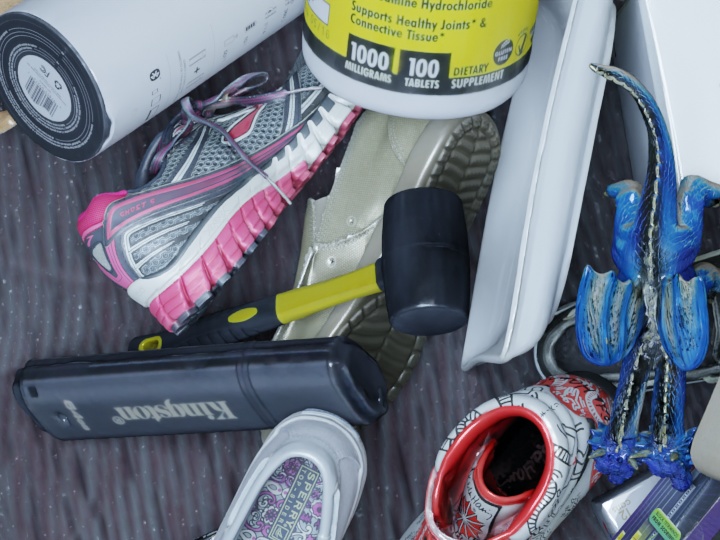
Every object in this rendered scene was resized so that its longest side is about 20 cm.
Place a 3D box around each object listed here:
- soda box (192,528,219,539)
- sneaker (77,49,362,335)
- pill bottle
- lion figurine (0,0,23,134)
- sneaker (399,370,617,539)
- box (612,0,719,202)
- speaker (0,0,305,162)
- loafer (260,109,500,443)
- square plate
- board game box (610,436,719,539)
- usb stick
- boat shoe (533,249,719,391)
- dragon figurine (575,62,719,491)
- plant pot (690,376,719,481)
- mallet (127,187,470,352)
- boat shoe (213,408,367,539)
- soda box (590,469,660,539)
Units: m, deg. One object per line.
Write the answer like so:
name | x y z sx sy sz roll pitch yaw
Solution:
soda box | -0.050 0.229 1.252 0.071 0.063 0.200 -24 87 -2
sneaker | -0.057 -0.062 1.230 0.075 0.081 0.200 40 54 -3
pill bottle | 0.035 -0.181 1.173 0.112 0.113 0.200 6 123 1
lion figurine | -0.180 -0.143 1.270 0.200 0.072 0.123 -36 101 -10
sneaker | 0.046 0.133 1.211 0.067 0.108 0.202 42 108 17
box | 0.232 -0.097 1.228 0.199 0.152 0.107 -10 88 0
speaker | -0.082 -0.134 1.222 0.081 0.081 0.200 49 55 3
loafer | 0.000 0.000 1.266 0.068 0.076 0.200 34 97 39
square plate | 0.086 -0.049 1.202 0.028 0.200 0.199 12 86 -2
board game box | 0.210 0.172 1.210 0.200 0.057 0.165 36 96 -22
usb stick | -0.079 0.058 1.227 0.200 0.055 0.033 -5 54 31
boat shoe | 0.186 0.024 1.264 0.200 0.064 0.071 -17 86 -1
dragon figurine | 0.130 0.010 1.127 0.059 0.200 0.100 4 42 15
plant pot | 0.294 0.045 1.076 0.200 0.177 0.200 21 94 -21
mallet | -0.031 0.026 1.214 0.200 0.041 0.066 -26 59 28
boat shoe | -0.050 0.162 1.173 0.072 0.069 0.200 29 104 6
soda box | 0.218 0.097 1.260 0.200 0.064 0.068 -29 87 -2
